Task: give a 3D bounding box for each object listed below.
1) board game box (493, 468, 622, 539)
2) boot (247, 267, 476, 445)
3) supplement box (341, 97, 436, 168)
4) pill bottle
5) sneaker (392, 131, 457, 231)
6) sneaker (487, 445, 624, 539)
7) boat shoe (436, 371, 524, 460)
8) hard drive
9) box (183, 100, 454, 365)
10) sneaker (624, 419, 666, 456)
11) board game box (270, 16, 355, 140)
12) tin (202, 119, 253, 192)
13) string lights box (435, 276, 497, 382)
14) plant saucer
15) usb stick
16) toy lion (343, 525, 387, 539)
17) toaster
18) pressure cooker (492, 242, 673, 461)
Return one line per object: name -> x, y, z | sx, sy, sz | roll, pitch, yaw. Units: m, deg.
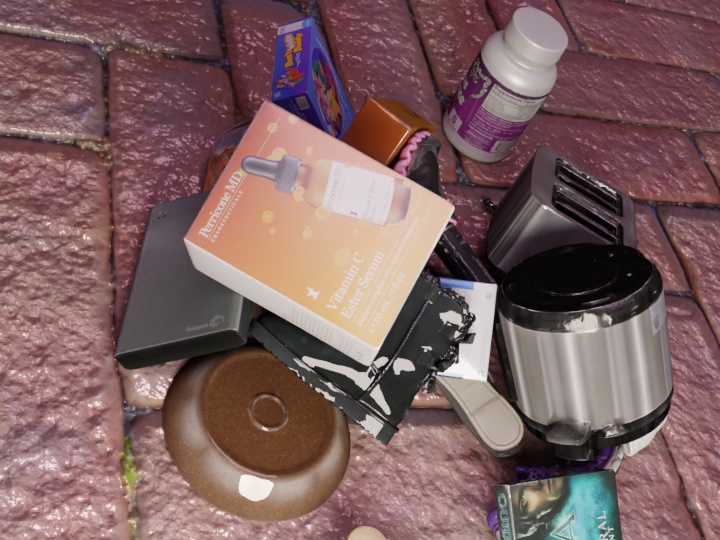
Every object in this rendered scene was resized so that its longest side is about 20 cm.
board game box -> 0.200, 0.302, 0.967 | 0.133, 0.028, 0.203 | -2, 81, -28
boot -> 0.007, 0.057, 0.992 | 0.197, 0.073, 0.163 | 37, 86, -2
supplement box -> 0.039, -0.171, 1.243 | 0.066, 0.069, 0.200 | 37, 16, 6
pill bottle -> 0.198, -0.253, 1.358 | 0.111, 0.201, 0.113 | 14, 48, -16
sneaker -> 0.071, -0.082, 1.149 | 0.094, 0.079, 0.201 | 25, 45, 0
sneaker -> 0.210, 0.226, 1.060 | 0.083, 0.081, 0.199 | 43, 47, 19
boat shoe -> 0.116, 0.126, 1.117 | 0.066, 0.057, 0.201 | -25, 61, -10
hard drive -> -0.169, 0.002, 1.024 | 0.138, 0.033, 0.202 | -13, 48, 19
box -> -0.039, -0.031, 0.920 | 0.198, 0.106, 0.154 | 28, 77, 2
sneaker -> 0.272, 0.128, 1.171 | 0.200, 0.075, 0.088 | 46, 54, 6
board game box -> -0.046, -0.175, 1.184 | 0.044, 0.201, 0.136 | -11, 48, 14
tin -> -0.122, -0.095, 1.154 | 0.110, 0.042, 0.202 | -2, 49, 7
string lights box -> 0.039, 0.054, 1.058 | 0.197, 0.059, 0.105 | 8, 86, -1
plant saucer -> -0.096, 0.149, 0.995 | 0.198, 0.037, 0.203 | 14, 49, -17
usb stick -> 0.150, 0.027, 1.188 | 0.201, 0.033, 0.055 | 53, 32, 1
toy lion -> 0.033, 0.357, 0.878 | 0.190, 0.069, 0.201 | 32, 45, -10
toaster -> 0.251, -0.045, 1.249 | 0.198, 0.119, 0.181 | 30, 31, -3
pressure cooker -> 0.239, 0.093, 1.048 | 0.174, 0.203, 0.179 | -20, 24, -12
